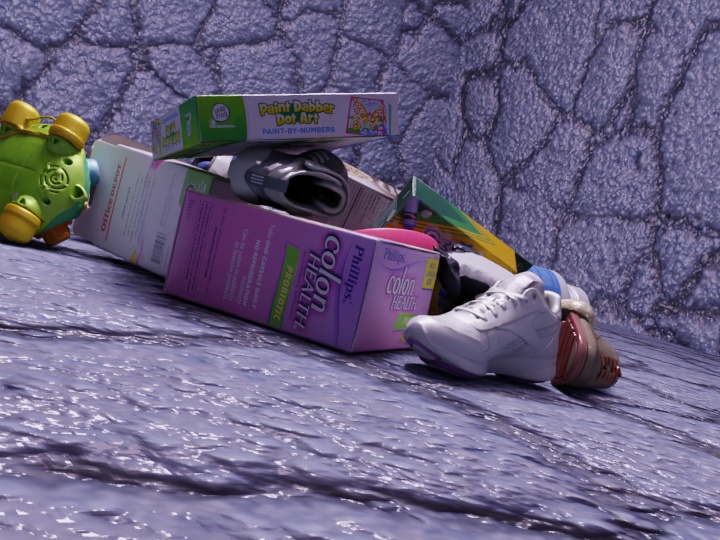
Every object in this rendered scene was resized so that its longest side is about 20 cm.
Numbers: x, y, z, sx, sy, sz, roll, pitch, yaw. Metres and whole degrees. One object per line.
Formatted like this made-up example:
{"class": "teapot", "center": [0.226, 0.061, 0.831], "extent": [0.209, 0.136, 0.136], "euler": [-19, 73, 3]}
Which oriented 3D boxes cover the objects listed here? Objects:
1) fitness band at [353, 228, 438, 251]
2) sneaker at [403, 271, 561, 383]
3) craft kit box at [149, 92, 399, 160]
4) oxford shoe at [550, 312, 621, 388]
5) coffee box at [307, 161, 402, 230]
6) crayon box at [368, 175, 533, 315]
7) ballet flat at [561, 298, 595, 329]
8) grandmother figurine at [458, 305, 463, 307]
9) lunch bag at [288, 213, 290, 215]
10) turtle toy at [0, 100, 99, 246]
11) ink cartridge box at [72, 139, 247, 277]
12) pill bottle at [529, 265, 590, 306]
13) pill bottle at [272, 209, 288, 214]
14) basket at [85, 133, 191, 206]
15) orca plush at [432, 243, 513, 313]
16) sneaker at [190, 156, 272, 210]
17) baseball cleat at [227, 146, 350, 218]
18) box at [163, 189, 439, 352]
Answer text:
{"class": "fitness band", "center": [0.000, 0.000, 0.999], "extent": [0.141, 0.038, 0.198], "euler": [11, -22, -37]}
{"class": "sneaker", "center": [0.111, 0.044, 0.784], "extent": [0.198, 0.102, 0.074], "euler": [9, 7, -46]}
{"class": "craft kit box", "center": [-0.091, -0.139, 0.865], "extent": [0.194, 0.050, 0.199], "euler": [-9, 6, -25]}
{"class": "oxford shoe", "center": [0.236, 0.087, 0.906], "extent": [0.073, 0.072, 0.200], "euler": [20, 5, 10]}
{"class": "coffee box", "center": [-0.031, -0.098, 1.163], "extent": [0.197, 0.081, 0.113], "euler": [25, 12, -10]}
{"class": "crayon box", "center": [0.104, -0.007, 1.097], "extent": [0.198, 0.126, 0.052], "euler": [33, 31, -17]}
{"class": "ballet flat", "center": [0.243, 0.061, 1.067], "extent": [0.066, 0.057, 0.200], "euler": [40, -11, 8]}
{"class": "grandmother figurine", "center": [0.143, 0.067, 0.958], "extent": [0.119, 0.062, 0.199], "euler": [6, -4, 26]}
{"class": "lunch bag", "center": [0.000, 0.011, 1.178], "extent": [0.198, 0.096, 0.150], "euler": [28, 7, 30]}
{"class": "turtle toy", "center": [-0.365, -0.097, 0.962], "extent": [0.196, 0.148, 0.101], "euler": [16, -19, 27]}
{"class": "ink cartridge box", "center": [-0.221, -0.064, 0.969], "extent": [0.197, 0.120, 0.067], "euler": [21, 7, 34]}
{"class": "pill bottle", "center": [0.235, 0.046, 1.289], "extent": [0.196, 0.115, 0.112], "euler": [12, 3, -26]}
{"class": "pill bottle", "center": [-0.052, -0.031, 1.380], "extent": [0.196, 0.111, 0.109], "euler": [15, 3, 5]}
{"class": "basket", "center": [-0.244, -0.080, 1.155], "extent": [0.196, 0.139, 0.181], "euler": [18, -11, 10]}
{"class": "orca plush", "center": [0.121, 0.028, 0.984], "extent": [0.105, 0.072, 0.199], "euler": [37, 13, 14]}
{"class": "sneaker", "center": [-0.157, -0.078, 1.038], "extent": [0.080, 0.204, 0.114], "euler": [-15, -8, 43]}
{"class": "baseball cleat", "center": [-0.043, -0.075, 0.847], "extent": [0.105, 0.071, 0.199], "euler": [21, 15, 24]}
{"class": "box", "center": [-0.049, 0.002, 0.833], "extent": [0.196, 0.099, 0.175], "euler": [14, 2, 22]}
